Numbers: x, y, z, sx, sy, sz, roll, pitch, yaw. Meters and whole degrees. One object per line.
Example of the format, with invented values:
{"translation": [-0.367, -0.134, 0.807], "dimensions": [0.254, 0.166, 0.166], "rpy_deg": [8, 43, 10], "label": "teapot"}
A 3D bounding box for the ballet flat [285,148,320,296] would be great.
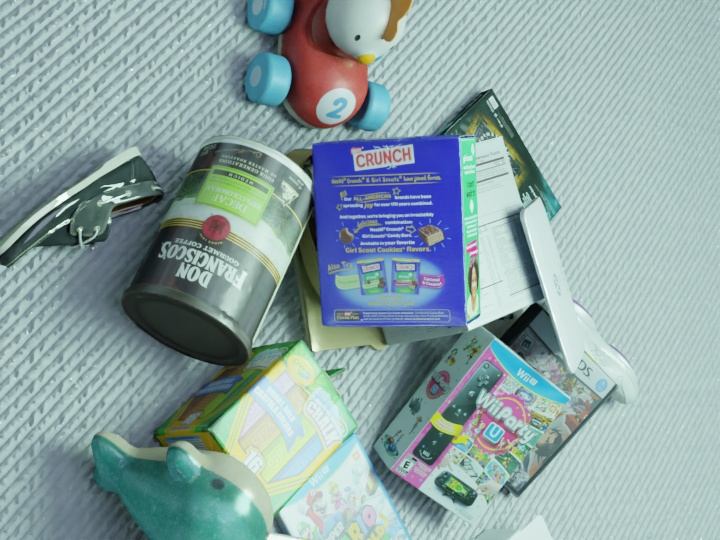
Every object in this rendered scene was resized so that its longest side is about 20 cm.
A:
{"translation": [-0.040, -0.045, 1.360], "dimensions": [0.068, 0.063, 0.202], "rpy_deg": [-26, 97, -34], "label": "ballet flat"}

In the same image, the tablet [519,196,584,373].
{"translation": [0.235, 0.015, 1.420], "dimensions": [0.130, 0.014, 0.202], "rpy_deg": [-33, 105, -70], "label": "tablet"}

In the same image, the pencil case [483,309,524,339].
{"translation": [0.176, 0.037, 1.536], "dimensions": [0.089, 0.078, 0.202], "rpy_deg": [-16, 91, -20], "label": "pencil case"}

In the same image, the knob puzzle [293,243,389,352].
{"translation": [0.000, 0.000, 1.440], "dimensions": [0.218, 0.030, 0.222], "rpy_deg": [8, 76, -36], "label": "knob puzzle"}

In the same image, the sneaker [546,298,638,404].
{"translation": [0.309, 0.129, 1.640], "dimensions": [0.100, 0.075, 0.200], "rpy_deg": [-49, 112, -13], "label": "sneaker"}

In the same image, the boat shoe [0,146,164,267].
{"translation": [-0.287, -0.055, 1.205], "dimensions": [0.200, 0.072, 0.068], "rpy_deg": [-39, 101, -38], "label": "boat shoe"}

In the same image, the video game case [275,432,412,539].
{"translation": [-0.011, 0.314, 1.380], "dimensions": [0.143, 0.018, 0.201], "rpy_deg": [-35, 103, -36], "label": "video game case"}

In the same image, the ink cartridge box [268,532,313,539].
{"translation": [-0.080, 0.348, 1.274], "dimensions": [0.198, 0.067, 0.117], "rpy_deg": [17, 73, -26], "label": "ink cartridge box"}

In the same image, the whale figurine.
{"translation": [-0.187, 0.233, 1.157], "dimensions": [0.198, 0.160, 0.104], "rpy_deg": [22, 47, 9], "label": "whale figurine"}

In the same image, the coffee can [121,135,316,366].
{"translation": [-0.148, -0.021, 1.259], "dimensions": [0.146, 0.146, 0.201], "rpy_deg": [36, 61, -26], "label": "coffee can"}

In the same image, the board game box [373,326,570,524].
{"translation": [0.136, 0.186, 1.431], "dimensions": [0.147, 0.064, 0.201], "rpy_deg": [37, 92, -27], "label": "board game box"}

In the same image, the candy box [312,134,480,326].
{"translation": [0.041, -0.044, 1.278], "dimensions": [0.077, 0.167, 0.202], "rpy_deg": [-27, 115, -71], "label": "candy box"}

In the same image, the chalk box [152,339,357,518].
{"translation": [-0.098, 0.159, 1.277], "dimensions": [0.200, 0.124, 0.124], "rpy_deg": [-44, 108, -36], "label": "chalk box"}

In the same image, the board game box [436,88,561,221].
{"translation": [0.186, -0.129, 1.608], "dimensions": [0.135, 0.028, 0.201], "rpy_deg": [-44, 108, -34], "label": "board game box"}

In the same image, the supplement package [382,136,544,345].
{"translation": [0.101, -0.034, 1.407], "dimensions": [0.150, 0.151, 0.202], "rpy_deg": [-19, 93, -39], "label": "supplement package"}

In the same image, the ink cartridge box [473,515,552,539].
{"translation": [0.165, 0.403, 1.466], "dimensions": [0.199, 0.068, 0.116], "rpy_deg": [-30, 100, -37], "label": "ink cartridge box"}

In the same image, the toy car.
{"translation": [-0.009, -0.271, 1.377], "dimensions": [0.183, 0.199, 0.179], "rpy_deg": [9, 76, -35], "label": "toy car"}

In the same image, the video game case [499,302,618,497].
{"translation": [0.212, 0.168, 1.504], "dimensions": [0.200, 0.025, 0.181], "rpy_deg": [-48, 119, 0], "label": "video game case"}
